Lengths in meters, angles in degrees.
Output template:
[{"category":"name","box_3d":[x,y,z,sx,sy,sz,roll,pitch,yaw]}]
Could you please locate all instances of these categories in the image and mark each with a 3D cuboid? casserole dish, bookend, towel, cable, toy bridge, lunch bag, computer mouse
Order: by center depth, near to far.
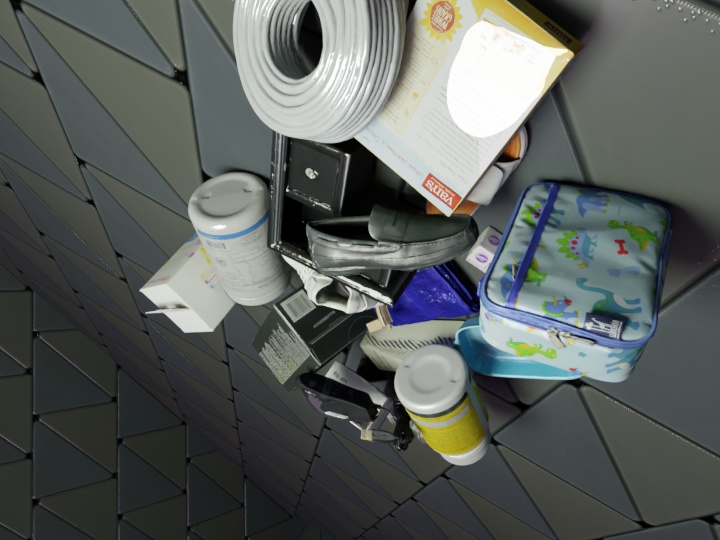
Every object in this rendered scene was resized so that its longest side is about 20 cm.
[{"category":"cable","box_3d":[-0.045,-0.226,0.506,0.199,0.069,0.201,19,116,36]},{"category":"lunch bag","box_3d":[0.211,0.001,0.517,0.160,0.200,0.083,17,143,26]},{"category":"bookend","box_3d":[-0.010,-0.087,0.660,0.199,0.092,0.200,26,133,14]},{"category":"casserole dish","box_3d":[0.235,0.108,0.761,0.199,0.039,0.121,-4,132,32]},{"category":"toy bridge","box_3d":[0.000,0.000,0.792,0.067,0.027,0.201,-29,88,47]},{"category":"computer mouse","box_3d":[-0.013,0.225,0.794,0.199,0.046,0.140,19,-169,-6]},{"category":"towel","box_3d":[0.076,0.031,0.813,0.148,0.050,0.199,48,145,-19]}]

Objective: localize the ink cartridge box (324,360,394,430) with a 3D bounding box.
[{"category":"ink cartridge box","box_3d":[-0.007,0.230,0.943,0.116,0.067,0.200,33,172,16]}]

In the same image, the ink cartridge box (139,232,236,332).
[{"category":"ink cartridge box","box_3d":[-0.309,0.023,1.000,0.128,0.200,0.125,-9,128,47]}]

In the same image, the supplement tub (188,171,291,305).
[{"category":"supplement tub","box_3d":[-0.196,-0.050,0.872,0.131,0.132,0.201,19,145,22]}]

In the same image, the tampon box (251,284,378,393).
[{"category":"tampon box","box_3d":[-0.087,0.109,0.940,0.126,0.150,0.200,51,147,7]}]

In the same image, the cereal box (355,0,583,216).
[{"category":"cereal box","box_3d":[0.089,-0.168,0.501,0.144,0.040,0.200,42,136,7]}]

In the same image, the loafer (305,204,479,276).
[{"category":"loafer","box_3d":[0.030,-0.039,0.581,0.199,0.068,0.071,-7,125,22]}]

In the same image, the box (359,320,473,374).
[{"category":"box","box_3d":[0.102,0.134,0.903,0.199,0.069,0.082,-5,133,44]}]

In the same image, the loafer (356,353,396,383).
[{"category":"loafer","box_3d":[0.060,0.199,1.028,0.072,0.063,0.200,46,145,-19]}]

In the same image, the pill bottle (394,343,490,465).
[{"category":"pill bottle","box_3d":[0.137,0.218,0.815,0.114,0.115,0.201,6,140,36]}]

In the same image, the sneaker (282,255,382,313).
[{"category":"sneaker","box_3d":[-0.056,-0.003,0.752,0.199,0.099,0.075,29,123,30]}]

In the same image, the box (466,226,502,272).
[{"category":"box","box_3d":[0.233,0.020,0.670,0.199,0.042,0.039,35,146,1]}]

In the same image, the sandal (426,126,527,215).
[{"category":"sandal","box_3d":[0.122,-0.098,0.598,0.079,0.059,0.207,30,147,6]}]

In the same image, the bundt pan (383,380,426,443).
[{"category":"bundt pan","box_3d":[0.128,0.297,1.086,0.201,0.076,0.202,23,145,17]}]
